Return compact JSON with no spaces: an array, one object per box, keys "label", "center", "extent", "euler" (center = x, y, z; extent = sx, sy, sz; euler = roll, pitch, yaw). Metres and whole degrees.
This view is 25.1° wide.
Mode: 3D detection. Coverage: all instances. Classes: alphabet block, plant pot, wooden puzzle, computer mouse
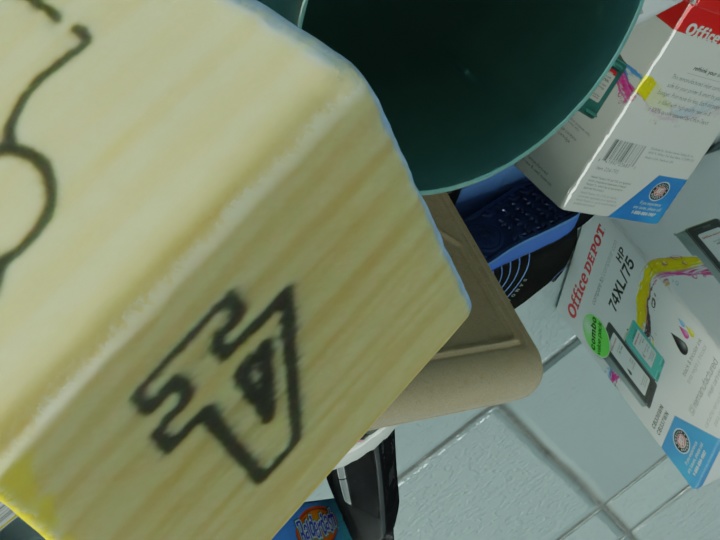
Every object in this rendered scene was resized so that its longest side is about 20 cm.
[{"label":"alphabet block","center":[-0.101,-0.001,0.679],"extent":[0.200,0.195,0.197],"euler":[-46,145,-11]},{"label":"plant pot","center":[0.016,-0.163,0.777],"extent":[0.200,0.161,0.201],"euler":[-21,135,-23]},{"label":"wooden puzzle","center":[0.000,0.000,0.967],"extent":[0.185,0.200,0.037],"euler":[-7,153,-39]},{"label":"computer mouse","center":[-0.006,0.153,1.034],"extent":[0.046,0.140,0.201],"euler":[-2,107,11]}]

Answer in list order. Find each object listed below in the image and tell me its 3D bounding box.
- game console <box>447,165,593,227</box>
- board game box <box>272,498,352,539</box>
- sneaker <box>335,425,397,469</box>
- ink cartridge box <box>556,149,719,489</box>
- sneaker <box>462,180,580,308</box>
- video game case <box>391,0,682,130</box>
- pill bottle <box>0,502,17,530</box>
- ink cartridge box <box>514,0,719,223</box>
[{"label":"game console","center":[0.117,-0.087,1.119],"extent":[0.200,0.031,0.177],"euler":[-12,141,-35]},{"label":"board game box","center":[-0.094,0.192,1.058],"extent":[0.152,0.045,0.200],"euler":[-21,168,17]},{"label":"sneaker","center":[-0.053,0.085,0.966],"extent":[0.200,0.080,0.086],"euler":[-33,153,-7]},{"label":"ink cartridge box","center":[0.278,0.034,1.272],"extent":[0.146,0.200,0.147],"euler":[-20,145,-22]},{"label":"sneaker","center":[0.068,0.005,1.098],"extent":[0.200,0.070,0.078],"euler":[-20,136,-27]},{"label":"video game case","center":[0.060,-0.132,0.904],"extent":[0.200,0.143,0.018],"euler":[-29,122,-12]},{"label":"pill bottle","center":[-0.188,0.063,0.940],"extent":[0.200,0.113,0.113],"euler":[-39,149,5]},{"label":"ink cartridge box","center":[0.198,-0.133,1.068],"extent":[0.116,0.067,0.200],"euler":[6,123,-46]}]
